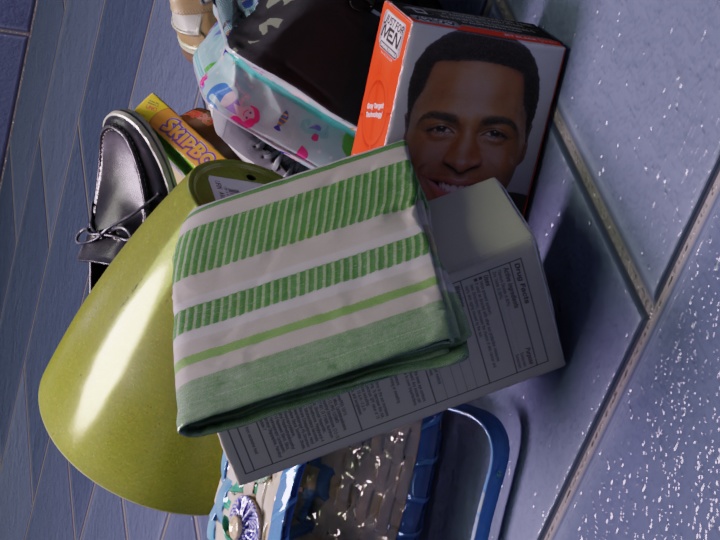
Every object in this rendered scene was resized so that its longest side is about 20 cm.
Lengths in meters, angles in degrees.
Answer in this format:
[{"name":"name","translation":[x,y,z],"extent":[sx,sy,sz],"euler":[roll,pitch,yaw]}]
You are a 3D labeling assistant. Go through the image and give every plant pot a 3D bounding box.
[{"name":"plant pot","translation":[-0.105,0.031,1.218],"extent":[0.187,0.186,0.200],"euler":[-107,34,-49]}]

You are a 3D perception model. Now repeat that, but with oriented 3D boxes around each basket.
[{"name":"basket","translation":[0.001,0.149,1.119],"extent":[0.199,0.139,0.177],"euler":[18,104,36]}]

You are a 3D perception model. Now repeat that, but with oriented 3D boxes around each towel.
[{"name":"towel","translation":[-0.028,0.005,0.949],"extent":[0.200,0.152,0.023],"euler":[-102,-6,-56]}]

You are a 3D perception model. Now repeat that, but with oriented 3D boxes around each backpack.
[{"name":"backpack","translation":[-0.023,-0.157,1.187],"extent":[0.151,0.177,0.200],"euler":[-50,29,21]}]

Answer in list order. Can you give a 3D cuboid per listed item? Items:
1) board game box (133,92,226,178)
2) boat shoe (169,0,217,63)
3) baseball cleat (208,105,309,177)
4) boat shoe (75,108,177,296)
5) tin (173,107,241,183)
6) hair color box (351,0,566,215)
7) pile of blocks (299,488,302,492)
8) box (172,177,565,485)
[{"name":"board game box","translation":[-0.092,-0.052,1.378],"extent":[0.030,0.200,0.096],"euler":[-43,-13,-8]},{"name":"boat shoe","translation":[-0.052,-0.227,1.296],"extent":[0.072,0.200,0.076],"euler":[34,153,42]},{"name":"baseball cleat","translation":[-0.045,-0.084,1.320],"extent":[0.106,0.070,0.200],"euler":[40,173,27]},{"name":"boat shoe","translation":[-0.181,-0.022,1.360],"extent":[0.074,0.062,0.201],"euler":[10,106,43]},{"name":"tin","translation":[-0.114,-0.046,1.510],"extent":[0.112,0.042,0.201],"euler":[22,136,44]},{"name":"hair color box","translation":[0.047,-0.054,1.077],"extent":[0.061,0.101,0.201],"euler":[-125,44,-65]},{"name":"pile of blocks","translation":[-0.030,0.226,1.277],"extent":[0.200,0.062,0.082],"euler":[-115,36,-58]},{"name":"box","translation":[0.005,0.033,0.996],"extent":[0.078,0.199,0.095],"euler":[-114,6,-57]}]
